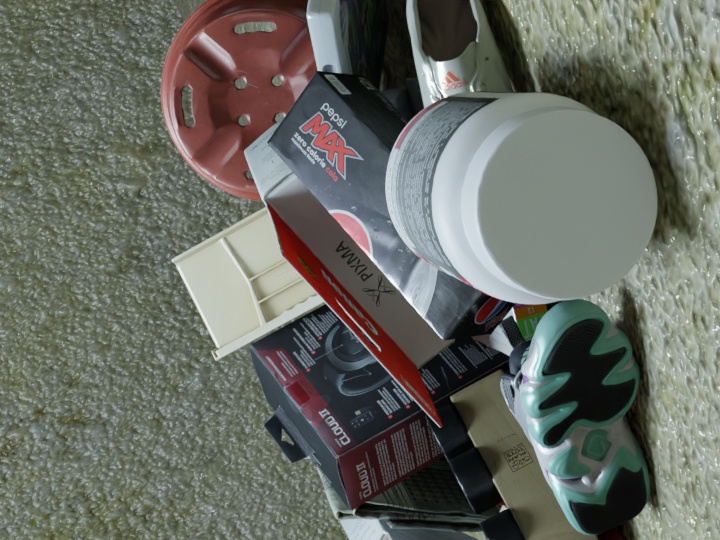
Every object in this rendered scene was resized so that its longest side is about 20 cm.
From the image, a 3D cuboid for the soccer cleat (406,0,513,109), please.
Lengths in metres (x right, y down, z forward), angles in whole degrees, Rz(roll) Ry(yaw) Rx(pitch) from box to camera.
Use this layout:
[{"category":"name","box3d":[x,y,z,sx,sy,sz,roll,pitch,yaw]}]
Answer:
[{"category":"soccer cleat","box3d":[0.069,-0.103,1.045,0.078,0.069,0.200,33,-142,-78]}]

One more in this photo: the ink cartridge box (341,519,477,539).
[{"category":"ink cartridge box","box3d":[0.094,0.282,1.476,0.200,0.044,0.174,26,-170,-21]}]

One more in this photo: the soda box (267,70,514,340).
[{"category":"soda box","box3d":[0.029,-0.046,1.122,0.200,0.071,0.063,48,-154,24]}]

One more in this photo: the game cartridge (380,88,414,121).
[{"category":"game cartridge","box3d":[0.036,-0.070,1.268,0.200,0.041,0.134,14,-110,-79]}]

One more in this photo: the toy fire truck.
[{"category":"toy fire truck","box3d":[0.131,0.201,1.281,0.200,0.128,0.176,61,-179,-44]}]

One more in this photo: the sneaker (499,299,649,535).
[{"category":"sneaker","box3d":[0.123,0.066,1.078,0.140,0.078,0.200,-119,12,-47]}]

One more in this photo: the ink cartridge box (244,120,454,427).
[{"category":"ink cartridge box","box3d":[0.000,0.000,1.227,0.200,0.044,0.174,48,-172,-29]}]

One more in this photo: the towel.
[{"category":"towel","box3d":[0.057,0.193,1.500,0.200,0.192,0.035,-129,50,-70]}]

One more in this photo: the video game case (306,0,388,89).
[{"category":"video game case","box3d":[-0.006,-0.192,1.254,0.182,0.023,0.200,79,-166,-49]}]

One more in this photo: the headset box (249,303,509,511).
[{"category":"headset box","box3d":[0.017,0.090,1.353,0.149,0.200,0.077,47,160,41]}]

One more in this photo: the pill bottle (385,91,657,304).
[{"category":"pill bottle","box3d":[0.086,-0.042,0.921,0.200,0.114,0.114,-145,36,-78]}]

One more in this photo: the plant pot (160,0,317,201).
[{"category":"plant pot","box3d":[-0.081,-0.149,1.411,0.195,0.200,0.201,-92,-17,-82]}]

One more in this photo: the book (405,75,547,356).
[{"category":"book","box3d":[0.089,-0.044,1.193,0.134,0.048,0.200,-146,40,-76]}]

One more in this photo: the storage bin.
[{"category":"storage bin","box3d":[-0.041,-0.018,1.443,0.094,0.198,0.200,62,-172,1]}]
